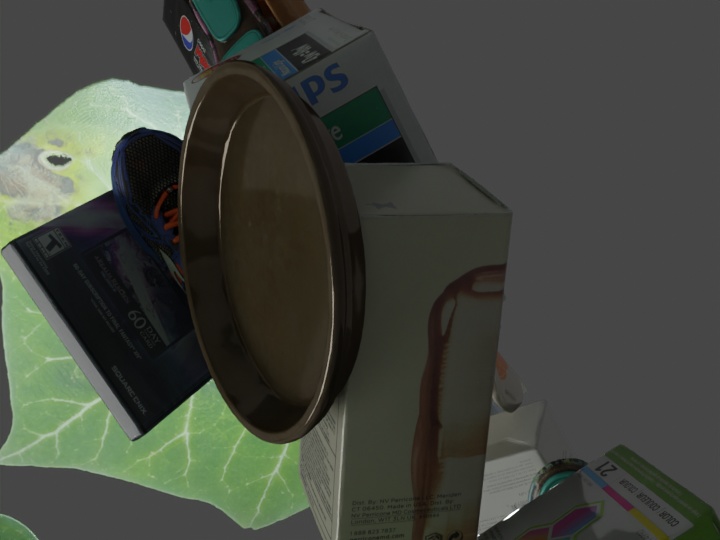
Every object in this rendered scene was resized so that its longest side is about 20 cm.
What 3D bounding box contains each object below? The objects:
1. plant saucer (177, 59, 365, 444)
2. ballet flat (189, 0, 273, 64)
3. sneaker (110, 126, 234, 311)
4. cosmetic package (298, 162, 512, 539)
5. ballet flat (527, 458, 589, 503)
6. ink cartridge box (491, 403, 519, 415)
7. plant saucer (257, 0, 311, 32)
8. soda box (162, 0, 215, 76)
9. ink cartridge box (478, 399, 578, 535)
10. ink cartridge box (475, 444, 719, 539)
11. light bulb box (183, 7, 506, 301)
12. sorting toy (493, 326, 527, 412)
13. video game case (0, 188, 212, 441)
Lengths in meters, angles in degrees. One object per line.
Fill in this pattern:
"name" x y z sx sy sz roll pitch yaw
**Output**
"plant saucer" -0.050 -0.010 0.564 0.200 0.029 0.201 25 120 56
"ballet flat" -0.091 -0.184 0.889 0.071 0.069 0.201 16 -136 -50
"sneaker" -0.089 -0.008 0.683 0.200 0.075 0.078 55 165 -5
"cosmetic package" 0.019 0.048 0.592 0.103 0.087 0.201 -123 34 -64
"ballet flat" 0.173 0.204 0.776 0.201 0.074 0.074 64 177 -22
"ink cartridge box" 0.072 0.147 1.038 0.163 0.199 0.057 -124 44 -71
"plant saucer" -0.044 -0.187 0.952 0.201 0.032 0.200 60 178 4
"soda box" -0.124 -0.208 1.016 0.200 0.063 0.071 59 151 28
"ink cartridge box" 0.138 0.215 0.863 0.201 0.116 0.068 61 -153 -19
"ink cartridge box" 0.087 0.185 0.539 0.076 0.199 0.148 59 178 -3
"light bulb box" -0.019 -0.061 0.743 0.201 0.124 0.198 61 179 -21
"sorting toy" 0.054 0.083 0.893 0.180 0.199 0.108 35 -126 -56
"video game case" -0.131 0.006 0.727 0.143 0.019 0.200 56 -143 -5
